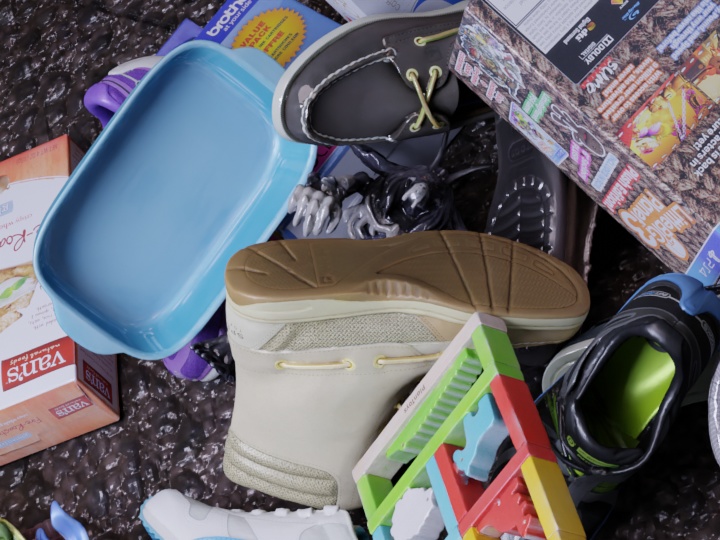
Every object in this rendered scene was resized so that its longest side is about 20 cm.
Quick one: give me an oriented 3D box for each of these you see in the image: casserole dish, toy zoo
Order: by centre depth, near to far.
[{"bbox_3d":[0.058,0.135,1.480,0.131,0.020,0.200,-54,35,29],"label":"toy zoo"},{"bbox_3d":[-0.112,-0.043,1.664,0.200,0.121,0.039,-55,25,-6],"label":"casserole dish"}]

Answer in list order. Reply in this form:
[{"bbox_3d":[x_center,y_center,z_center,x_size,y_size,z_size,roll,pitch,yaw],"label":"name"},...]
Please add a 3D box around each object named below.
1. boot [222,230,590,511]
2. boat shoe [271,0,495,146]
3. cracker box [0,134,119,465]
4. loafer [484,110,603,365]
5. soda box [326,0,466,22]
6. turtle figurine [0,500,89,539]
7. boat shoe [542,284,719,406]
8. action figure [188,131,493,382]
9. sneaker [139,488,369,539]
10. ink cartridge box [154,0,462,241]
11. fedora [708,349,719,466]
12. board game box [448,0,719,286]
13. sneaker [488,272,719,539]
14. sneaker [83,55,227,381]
[{"bbox_3d":[0.022,0.060,1.588,0.199,0.156,0.073,-1,36,-7],"label":"boot"},{"bbox_3d":[0.041,-0.115,1.675,0.201,0.072,0.061,-21,33,-33],"label":"boat shoe"},{"bbox_3d":[-0.227,0.025,1.819,0.134,0.058,0.200,-22,51,18],"label":"cracker box"},{"bbox_3d":[0.119,-0.043,1.638,0.073,0.071,0.201,-11,71,57],"label":"loafer"},{"bbox_3d":[0.011,-0.180,1.719,0.068,0.200,0.064,35,87,42],"label":"soda box"},{"bbox_3d":[-0.277,0.189,1.679,0.194,0.144,0.200,18,66,43],"label":"turtle figurine"},{"bbox_3d":[0.199,0.039,1.545,0.199,0.075,0.066,-18,16,27],"label":"boat shoe"},{"bbox_3d":[0.000,0.000,1.662,0.119,0.102,0.200,41,88,-1],"label":"action figure"},{"bbox_3d":[-0.039,0.168,1.598,0.200,0.077,0.081,26,71,32],"label":"sneaker"},{"bbox_3d":[-0.055,-0.095,1.788,0.200,0.076,0.137,30,77,43],"label":"ink cartridge box"},{"bbox_3d":[0.253,0.077,1.419,0.200,0.090,0.177,23,103,29],"label":"fedora"},{"bbox_3d":[0.176,-0.115,1.568,0.200,0.097,0.159,43,76,8],"label":"board game box"},{"bbox_3d":[0.119,0.086,1.508,0.071,0.083,0.200,38,119,8],"label":"sneaker"},{"bbox_3d":[-0.128,-0.027,1.720,0.083,0.200,0.081,-19,14,-33],"label":"sneaker"}]
